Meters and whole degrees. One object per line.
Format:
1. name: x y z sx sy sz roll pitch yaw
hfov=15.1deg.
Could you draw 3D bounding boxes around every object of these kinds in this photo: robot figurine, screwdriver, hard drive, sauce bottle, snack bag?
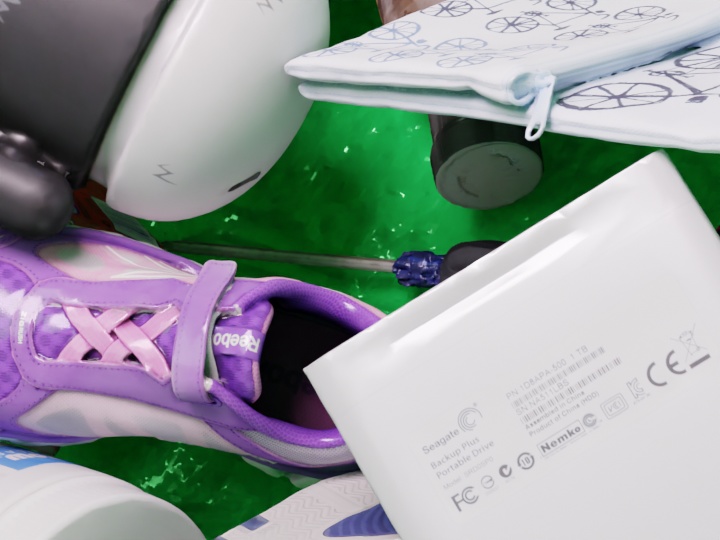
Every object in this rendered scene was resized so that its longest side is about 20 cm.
1. robot figurine: -0.108 -0.100 0.956 0.150 0.200 0.125 -61 2 13
2. screwdriver: 0.000 0.000 1.012 0.200 0.028 0.029 3 34 32
3. hard drive: 0.089 0.082 0.829 0.132 0.025 0.200 -32 80 9
4. sauce bottle: 0.035 -0.113 1.040 0.065 0.065 0.200 -22 50 21
5. snack bag: 0.107 -0.078 0.912 0.200 0.021 0.189 12 25 42

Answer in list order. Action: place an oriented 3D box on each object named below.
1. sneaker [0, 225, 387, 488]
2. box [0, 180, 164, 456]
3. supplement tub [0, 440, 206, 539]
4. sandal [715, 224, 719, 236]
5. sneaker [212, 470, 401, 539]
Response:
1. sneaker: -0.063 0.026 0.929 0.200 0.088 0.081 11 82 -5
2. box: -0.171 -0.023 1.061 0.095 0.100 0.200 -60 36 10
3. supplement tub: -0.161 0.119 0.975 0.200 0.132 0.132 12 68 38
4. sandal: 0.148 -0.009 0.904 0.200 0.045 0.075 -53 40 -9
5. sneaker: -0.017 0.142 0.894 0.199 0.115 0.081 -18 19 -19
